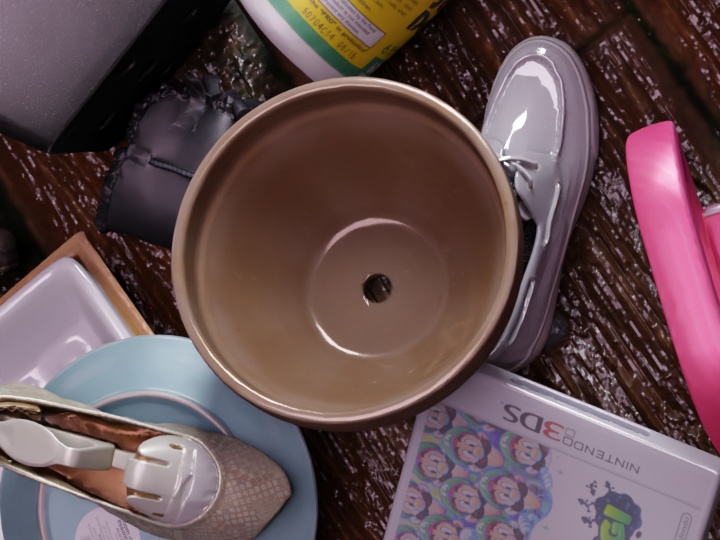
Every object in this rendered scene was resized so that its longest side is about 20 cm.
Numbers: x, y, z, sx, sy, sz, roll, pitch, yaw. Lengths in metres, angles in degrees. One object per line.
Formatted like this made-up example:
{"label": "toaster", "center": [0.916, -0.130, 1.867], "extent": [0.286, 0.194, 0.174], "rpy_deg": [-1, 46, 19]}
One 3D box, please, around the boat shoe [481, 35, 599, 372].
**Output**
{"label": "boat shoe", "center": [0.088, -0.040, 1.591], "extent": [0.072, 0.068, 0.201], "rpy_deg": [16, 93, 18]}

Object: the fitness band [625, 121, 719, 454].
{"label": "fitness band", "center": [0.195, 0.014, 1.513], "extent": [0.037, 0.144, 0.201], "rpy_deg": [-19, 82, 15]}

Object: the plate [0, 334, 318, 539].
{"label": "plate", "center": [-0.123, 0.139, 1.592], "extent": [0.199, 0.026, 0.201], "rpy_deg": [0, 89, 14]}

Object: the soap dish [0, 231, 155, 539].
{"label": "soap dish", "center": [-0.194, 0.100, 1.671], "extent": [0.200, 0.081, 0.158], "rpy_deg": [-40, 76, 13]}

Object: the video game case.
{"label": "video game case", "center": [0.101, 0.167, 1.570], "extent": [0.181, 0.024, 0.201], "rpy_deg": [22, 112, 18]}

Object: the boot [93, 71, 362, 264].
{"label": "boot", "center": [-0.087, -0.012, 1.646], "extent": [0.162, 0.073, 0.199], "rpy_deg": [24, 88, 16]}

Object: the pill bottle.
{"label": "pill bottle", "center": [0.025, -0.208, 1.598], "extent": [0.200, 0.113, 0.113], "rpy_deg": [-42, 76, 12]}

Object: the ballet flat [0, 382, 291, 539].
{"label": "ballet flat", "center": [-0.140, 0.114, 1.552], "extent": [0.199, 0.062, 0.068], "rpy_deg": [13, 92, 15]}

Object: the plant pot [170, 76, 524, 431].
{"label": "plant pot", "center": [0.000, 0.000, 1.540], "extent": [0.200, 0.093, 0.202], "rpy_deg": [-4, 71, 13]}

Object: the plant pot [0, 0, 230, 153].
{"label": "plant pot", "center": [-0.192, -0.177, 1.636], "extent": [0.177, 0.200, 0.200], "rpy_deg": [41, 100, 6]}

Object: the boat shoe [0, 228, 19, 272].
{"label": "boat shoe", "center": [-0.296, 0.026, 1.721], "extent": [0.199, 0.074, 0.074], "rpy_deg": [-18, 92, 25]}
